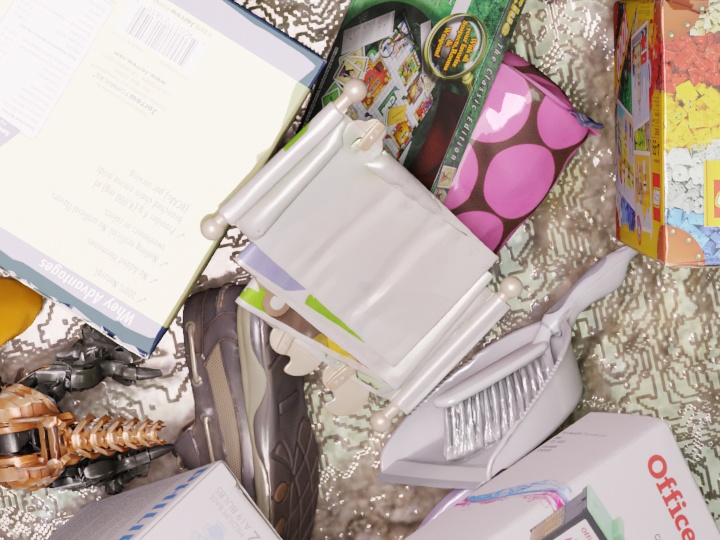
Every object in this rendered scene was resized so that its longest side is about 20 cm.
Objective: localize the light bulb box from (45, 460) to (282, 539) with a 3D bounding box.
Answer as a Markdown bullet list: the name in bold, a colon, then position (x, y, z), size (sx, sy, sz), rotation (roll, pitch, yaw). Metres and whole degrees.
- **light bulb box**: position (-0.101, 0.232, 1.625), size (0.125, 0.200, 0.199), rotation (-43, 101, -29)

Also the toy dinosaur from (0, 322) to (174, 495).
- **toy dinosaur**: position (-0.187, 0.100, 1.661), size (0.199, 0.135, 0.103), rotation (25, 114, 37)

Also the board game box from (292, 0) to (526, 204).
- **board game box**: position (0.037, -0.137, 1.666), size (0.104, 0.023, 0.201), rotation (19, 83, 32)

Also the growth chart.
- **growth chart**: position (0.000, 0.000, 1.619), size (0.144, 0.018, 0.200), rotation (-38, 123, 7)

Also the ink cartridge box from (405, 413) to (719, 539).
- **ink cartridge box**: position (0.107, 0.190, 1.562), size (0.199, 0.084, 0.145), rotation (-32, 102, -23)

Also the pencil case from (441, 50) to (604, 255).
- **pencil case**: position (0.054, -0.034, 1.690), size (0.200, 0.091, 0.094), rotation (-51, 131, 4)

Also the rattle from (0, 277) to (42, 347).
- **rattle**: position (-0.261, -0.020, 1.617), size (0.142, 0.130, 0.201), rotation (-32, 116, -21)

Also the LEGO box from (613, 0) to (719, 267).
- **LEGO box**: position (0.196, -0.083, 1.629), size (0.077, 0.200, 0.150), rotation (-1, 94, -2)

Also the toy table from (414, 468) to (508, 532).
- **toy table**: position (0.073, 0.211, 1.692), size (0.183, 0.117, 0.201), rotation (25, 94, -4)

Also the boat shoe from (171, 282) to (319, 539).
- **boat shoe**: position (-0.072, 0.102, 1.710), size (0.073, 0.074, 0.202), rotation (3, 100, 24)

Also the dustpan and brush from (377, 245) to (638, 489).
- **dustpan and brush**: position (0.103, 0.054, 1.694), size (0.199, 0.139, 0.057), rotation (-32, 103, -24)

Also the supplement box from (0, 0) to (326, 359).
- **supplement box**: position (-0.154, -0.090, 1.651), size (0.199, 0.134, 0.200), rotation (32, 93, -4)
